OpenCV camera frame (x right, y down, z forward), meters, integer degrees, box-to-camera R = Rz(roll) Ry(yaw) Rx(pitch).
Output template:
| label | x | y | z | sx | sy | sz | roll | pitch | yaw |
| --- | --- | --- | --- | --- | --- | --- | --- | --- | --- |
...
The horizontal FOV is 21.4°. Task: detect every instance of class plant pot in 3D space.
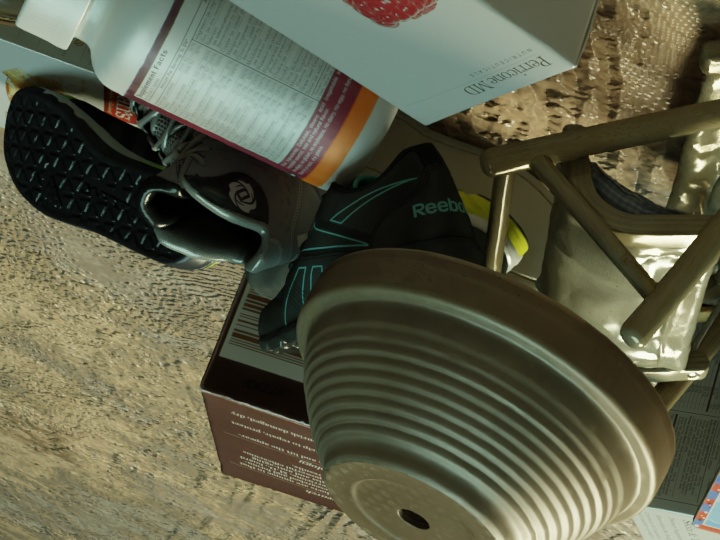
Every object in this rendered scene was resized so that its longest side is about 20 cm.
| label | x | y | z | sx | sy | sz | roll | pitch | yaw |
| --- | --- | --- | --- | --- | --- | --- | --- | --- | --- |
| plant pot | 0.047 | 0.087 | 0.944 | 0.201 | 0.093 | 0.201 | 22 | 151 | 13 |

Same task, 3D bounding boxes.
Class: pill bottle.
| label | x | y | z | sx | sy | sz | roll | pitch | yaw |
| --- | --- | --- | --- | --- | --- | --- | --- | --- | --- |
| pill bottle | -0.077 | -0.130 | 1.033 | 0.200 | 0.110 | 0.110 | 25 | 158 | -12 |

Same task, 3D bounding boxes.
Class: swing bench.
| label | x | y | z | sx | sy | sz | roll | pitch | yaw |
| --- | --- | --- | --- | --- | --- | --- | --- | --- | --- |
| swing bench | 0.172 | -0.007 | 1.013 | 0.130 | 0.200 | 0.199 | 52 | 160 | 25 |

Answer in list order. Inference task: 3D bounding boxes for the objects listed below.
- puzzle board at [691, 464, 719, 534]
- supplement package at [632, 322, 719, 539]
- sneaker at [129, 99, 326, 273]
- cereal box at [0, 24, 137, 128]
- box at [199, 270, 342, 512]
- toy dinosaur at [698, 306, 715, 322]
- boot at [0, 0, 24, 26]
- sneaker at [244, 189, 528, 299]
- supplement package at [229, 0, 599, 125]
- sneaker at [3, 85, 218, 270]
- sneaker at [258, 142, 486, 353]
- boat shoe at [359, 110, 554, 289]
| label | x | y | z | sx | sy | sz | roll | pitch | yaw |
| --- | --- | --- | --- | --- | --- | --- | --- | --- | --- |
| puzzle board | 0.306 | 0.141 | 1.103 | 0.200 | 0.017 | 0.151 | 15 | 145 | 4 |
| supplement package | 0.305 | 0.135 | 1.279 | 0.200 | 0.151 | 0.152 | 8 | 155 | 26 |
| sneaker | -0.102 | -0.077 | 1.094 | 0.200 | 0.115 | 0.075 | 46 | 128 | 14 |
| cereal box | -0.222 | -0.132 | 1.252 | 0.200 | 0.040 | 0.144 | 20 | 159 | 0 |
| box | -0.006 | 0.070 | 1.376 | 0.164 | 0.166 | 0.200 | 17 | 159 | 8 |
| toy dinosaur | 0.177 | 0.027 | 1.257 | 0.200 | 0.060 | 0.106 | 12 | 156 | 19 |
| boot | -0.228 | -0.203 | 1.040 | 0.200 | 0.075 | 0.097 | 34 | 158 | -28 |
| sneaker | 0.000 | 0.000 | 1.139 | 0.200 | 0.085 | 0.074 | -7 | 130 | 39 |
| supplement package | 0.004 | -0.173 | 0.846 | 0.200 | 0.120 | 0.121 | 30 | 156 | -25 |
| sneaker | -0.141 | -0.054 | 1.199 | 0.200 | 0.072 | 0.083 | 33 | -156 | 28 |
| sneaker | 0.003 | -0.005 | 1.040 | 0.075 | 0.079 | 0.200 | -3 | 165 | -33 |
| boat shoe | 0.046 | -0.041 | 1.189 | 0.200 | 0.075 | 0.062 | 26 | 156 | -10 |
